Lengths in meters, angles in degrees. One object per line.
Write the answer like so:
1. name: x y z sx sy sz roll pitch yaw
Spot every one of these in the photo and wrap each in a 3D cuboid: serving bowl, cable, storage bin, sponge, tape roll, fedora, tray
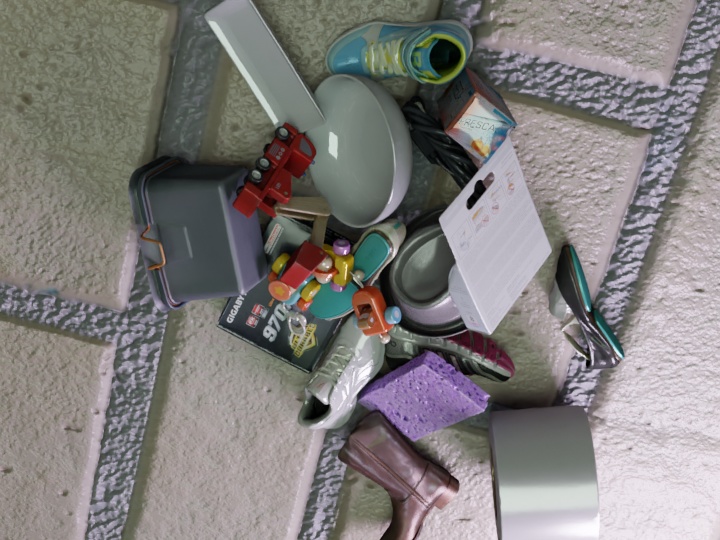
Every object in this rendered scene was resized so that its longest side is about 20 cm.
1. serving bowl: 0.007 -0.161 1.403 0.065 0.199 0.203 -15 115 -35
2. cable: 0.126 -0.144 1.394 0.051 0.163 0.201 -37 100 1
3. storage bin: -0.214 -0.050 1.432 0.133 0.146 0.203 -2 110 25
4. sponge: 0.087 0.183 1.523 0.111 0.030 0.200 37 147 -11
5. tape roll: 0.259 0.300 1.531 0.137 0.203 0.205 -5 110 4
6. fedora: 0.111 -0.009 1.437 0.199 0.090 0.177 -39 71 0
7. tray: -0.122 -0.273 1.412 0.107 0.022 0.201 -13 116 52

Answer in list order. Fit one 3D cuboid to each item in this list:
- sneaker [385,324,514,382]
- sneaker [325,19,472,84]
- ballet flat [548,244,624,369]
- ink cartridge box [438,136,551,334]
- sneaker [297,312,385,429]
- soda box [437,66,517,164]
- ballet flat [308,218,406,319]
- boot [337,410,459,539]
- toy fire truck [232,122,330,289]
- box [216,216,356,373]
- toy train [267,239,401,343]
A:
1. sneaker: 0.123 0.131 1.545 0.197 0.074 0.088 18 111 0
2. sneaker: 0.047 -0.277 1.367 0.197 0.131 0.081 -9 110 7
3. ballet flat: 0.309 0.061 1.515 0.068 0.068 0.202 -23 107 19
4. ink cartridge box: 0.162 -0.046 1.355 0.163 0.057 0.201 -49 127 -26
5. sneaker: -0.031 0.152 1.534 0.077 0.099 0.202 30 110 23
6. soda box: 0.145 -0.201 1.353 0.068 0.200 0.064 36 107 -11
7. ballet flat: 0.000 0.000 1.453 0.068 0.062 0.200 47 131 0
8. boot: 0.025 0.326 1.609 0.199 0.064 0.187 39 94 -22
9. toy fire truck: -0.089 -0.089 1.393 0.140 0.201 0.049 35 139 -9
10. box: -0.093 0.027 1.528 0.158 0.046 0.201 28 108 -8
11. toy train: -0.049 0.041 1.430 0.198 0.056 0.152 -7 109 37
